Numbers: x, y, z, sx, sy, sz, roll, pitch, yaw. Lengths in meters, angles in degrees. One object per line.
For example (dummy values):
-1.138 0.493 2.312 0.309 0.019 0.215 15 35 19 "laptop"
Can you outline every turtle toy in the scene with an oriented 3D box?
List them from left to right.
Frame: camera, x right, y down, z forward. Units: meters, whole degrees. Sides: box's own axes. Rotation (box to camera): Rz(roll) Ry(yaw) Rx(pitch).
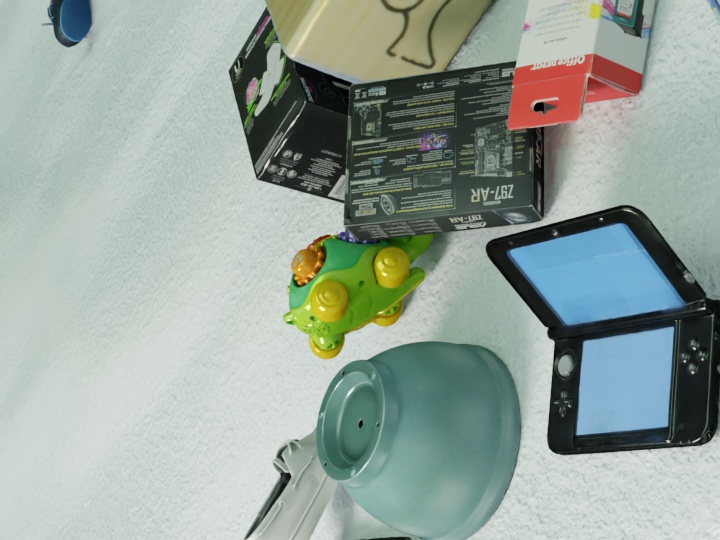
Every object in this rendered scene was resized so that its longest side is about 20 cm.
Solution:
0.000 0.000 1.572 0.101 0.199 0.146 55 163 19 "turtle toy"

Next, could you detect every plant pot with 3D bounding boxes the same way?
0.041 0.158 1.451 0.200 0.133 0.202 -30 53 49 "plant pot"

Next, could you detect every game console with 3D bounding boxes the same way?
0.197 0.058 1.262 0.199 0.116 0.177 -15 64 56 "game console"

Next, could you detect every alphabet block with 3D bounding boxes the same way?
0.021 -0.337 1.649 0.200 0.194 0.197 -53 39 29 "alphabet block"

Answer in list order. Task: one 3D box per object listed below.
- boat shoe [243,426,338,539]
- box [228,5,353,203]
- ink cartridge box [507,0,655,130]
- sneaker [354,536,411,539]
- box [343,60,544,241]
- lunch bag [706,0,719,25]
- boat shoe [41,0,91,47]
-0.065 0.220 1.615 0.201 0.068 0.072 -63 14 -12 "boat shoe"
-0.052 -0.197 1.742 0.125 0.148 0.201 -53 38 33 "box"
0.212 -0.225 1.409 0.116 0.067 0.202 0 77 58 "ink cartridge box"
0.001 0.318 1.520 0.200 0.075 0.080 -36 57 58 "sneaker"
0.084 -0.120 1.493 0.198 0.044 0.162 -6 68 20 "box"
0.349 -0.250 1.188 0.161 0.082 0.201 -50 39 33 "lunch bag"
-0.530 -0.464 2.701 0.068 0.084 0.201 -31 34 24 "boat shoe"
